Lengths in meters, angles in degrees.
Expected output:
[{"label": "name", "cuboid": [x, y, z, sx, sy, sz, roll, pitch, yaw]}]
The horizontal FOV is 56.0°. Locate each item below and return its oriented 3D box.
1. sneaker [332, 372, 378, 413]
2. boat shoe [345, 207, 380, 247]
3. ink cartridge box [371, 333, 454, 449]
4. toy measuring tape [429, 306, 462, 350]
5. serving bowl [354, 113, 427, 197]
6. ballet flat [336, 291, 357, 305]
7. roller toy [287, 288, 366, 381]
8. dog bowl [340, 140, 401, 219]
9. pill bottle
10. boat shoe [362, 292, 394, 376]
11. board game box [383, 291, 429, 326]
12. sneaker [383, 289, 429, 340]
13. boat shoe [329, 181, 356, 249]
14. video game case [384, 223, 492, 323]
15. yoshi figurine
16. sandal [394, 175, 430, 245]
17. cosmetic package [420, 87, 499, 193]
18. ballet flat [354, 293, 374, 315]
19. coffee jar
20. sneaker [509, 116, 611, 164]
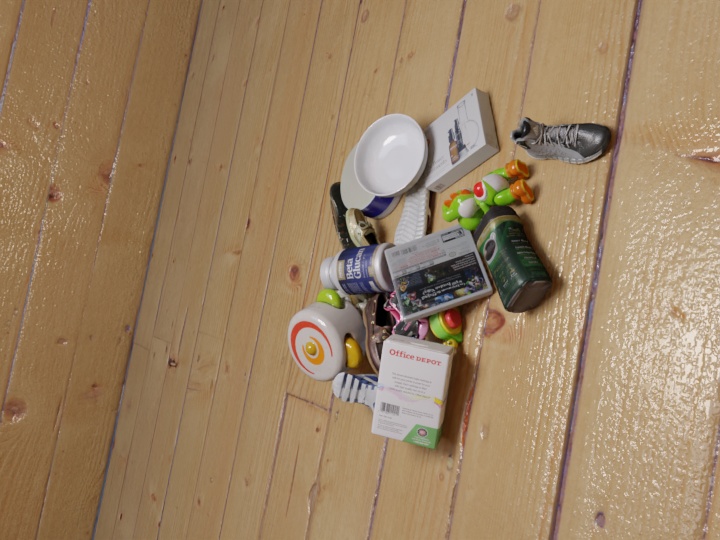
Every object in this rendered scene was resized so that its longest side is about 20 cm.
[{"label": "sneaker", "cuboid": [0.042, 0.289, 1.593, 0.196, 0.114, 0.083, 23, 101, 25]}, {"label": "boat shoe", "cuboid": [0.027, -0.071, 1.698, 0.062, 0.072, 0.205, -29, 78, 35]}, {"label": "ink cartridge box", "cuboid": [0.111, 0.249, 1.419, 0.141, 0.084, 0.206, 10, 99, 16]}, {"label": "toy measuring tape", "cuboid": [0.178, 0.077, 1.474, 0.073, 0.072, 0.205, -34, 53, 43]}, {"label": "serving bowl", "cuboid": [0.081, -0.267, 1.622, 0.196, 0.065, 0.206, -9, 73, 31]}, {"label": "ballet flat", "cuboid": [-0.036, 0.097, 1.772, 0.069, 0.062, 0.203, -53, 41, 32]}, {"label": "roller toy", "cuboid": [-0.082, 0.170, 1.653, 0.202, 0.139, 0.183, 53, 132, 9]}, {"label": "dog bowl", "cuboid": [0.033, -0.243, 1.772, 0.198, 0.077, 0.206, -23, 61, 49]}, {"label": "pill bottle", "cuboid": [0.000, 0.000, 1.624, 0.196, 0.110, 0.114, -7, 73, 38]}, {"label": "boat shoe", "cuboid": [0.049, 0.146, 1.567, 0.070, 0.069, 0.204, -46, 45, 40]}, {"label": "board game box", "cuboid": [0.097, 0.125, 1.601, 0.150, 0.036, 0.205, 20, 95, 54]}, {"label": "sneaker", "cuboid": [0.096, 0.057, 1.501, 0.079, 0.093, 0.205, 92, 174, -65]}, {"label": "boat shoe", "cuboid": [-0.041, -0.140, 1.859, 0.074, 0.074, 0.205, 119, 143, -68]}, {"label": "video game case", "cuboid": [0.164, 0.002, 1.457, 0.195, 0.024, 0.185, -18, 56, 5]}, {"label": "yoshi figurine", "cuboid": [0.268, -0.146, 1.423, 0.197, 0.112, 0.114, -23, 101, 33]}, {"label": "sandal", "cuboid": [0.136, -0.123, 1.618, 0.081, 0.049, 0.208, 15, 93, 38]}, {"label": "cosmetic package", "cuboid": [0.220, -0.295, 1.552, 0.199, 0.051, 0.154, -34, 51, 45]}, {"label": "ballet flat", "cuboid": [0.008, 0.078, 1.717, 0.069, 0.068, 0.204, -38, 51, 41]}, {"label": "coffee jar", "cuboid": [0.293, -0.026, 1.326, 0.105, 0.083, 0.203, 114, 147, -47]}, {"label": "sneaker", "cuboid": [0.363, -0.251, 1.280, 0.198, 0.113, 0.077, 6, 84, 55]}]
